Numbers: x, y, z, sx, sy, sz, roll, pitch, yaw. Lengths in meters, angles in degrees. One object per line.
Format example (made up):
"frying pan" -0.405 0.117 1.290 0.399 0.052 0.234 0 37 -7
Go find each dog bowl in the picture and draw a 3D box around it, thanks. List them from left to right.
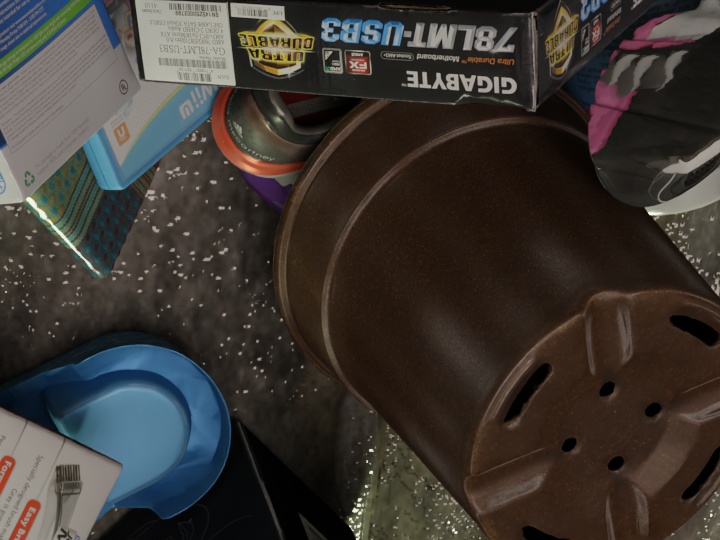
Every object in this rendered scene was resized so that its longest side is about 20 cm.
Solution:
"dog bowl" -0.172 0.106 0.995 0.199 0.050 0.112 -27 114 -3

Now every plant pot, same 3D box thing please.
"plant pot" 0.080 0.029 0.851 0.198 0.199 0.202 -11 123 -17

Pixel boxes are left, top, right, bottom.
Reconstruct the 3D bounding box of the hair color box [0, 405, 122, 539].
"hair color box" -0.233 0.106 0.880 0.199 0.064 0.112 32 80 -34

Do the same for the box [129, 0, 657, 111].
"box" 0.025 -0.133 0.817 0.197 0.200 0.050 9 118 24

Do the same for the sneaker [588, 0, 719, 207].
"sneaker" 0.183 -0.088 0.847 0.200 0.080 0.087 -45 141 -31

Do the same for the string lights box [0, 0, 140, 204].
"string lights box" -0.176 -0.139 0.743 0.058 0.103 0.201 -3 121 31

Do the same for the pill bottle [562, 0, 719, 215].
"pill bottle" 0.156 -0.137 0.944 0.108 0.109 0.202 -17 117 -7

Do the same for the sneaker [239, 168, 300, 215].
"sneaker" 0.000 0.000 0.987 0.200 0.081 0.088 39 116 -24

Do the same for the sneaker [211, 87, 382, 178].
"sneaker" 0.021 -0.106 0.909 0.199 0.082 0.078 -29 90 -23

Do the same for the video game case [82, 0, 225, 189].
"video game case" -0.116 -0.162 0.860 0.143 0.018 0.201 -47 128 -41

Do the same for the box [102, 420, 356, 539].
"box" -0.087 0.230 0.992 0.196 0.200 0.124 -40 118 5

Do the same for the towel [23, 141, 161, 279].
"towel" -0.157 -0.112 0.848 0.022 0.148 0.200 -2 141 32
